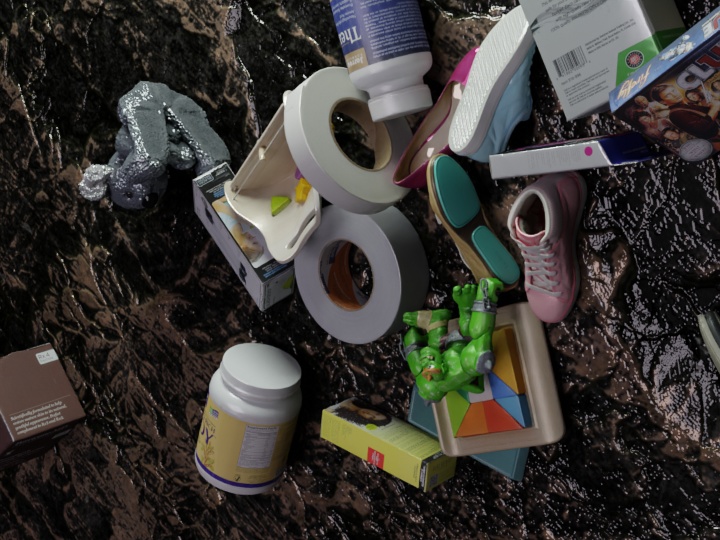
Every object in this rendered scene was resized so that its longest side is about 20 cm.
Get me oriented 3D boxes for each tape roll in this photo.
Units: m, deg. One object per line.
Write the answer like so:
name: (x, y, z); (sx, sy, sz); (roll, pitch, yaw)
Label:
tape roll: (0.000, 0.000, 1.745); (0.200, 0.066, 0.201); (14, 111, 40)
tape roll: (-0.010, -0.171, 1.613); (0.037, 0.203, 0.203); (-29, 82, 43)

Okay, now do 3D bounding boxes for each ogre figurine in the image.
ogre figurine: (0.121, 0.097, 1.602); (0.200, 0.098, 0.120); (-23, 58, 31)

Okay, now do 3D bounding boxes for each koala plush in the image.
koala plush: (-0.336, -0.172, 1.939); (0.200, 0.177, 0.184); (-49, 58, 39)

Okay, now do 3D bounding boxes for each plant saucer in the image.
plant saucer: (0.145, 0.222, 1.712); (0.200, 0.019, 0.070); (26, 118, 35)

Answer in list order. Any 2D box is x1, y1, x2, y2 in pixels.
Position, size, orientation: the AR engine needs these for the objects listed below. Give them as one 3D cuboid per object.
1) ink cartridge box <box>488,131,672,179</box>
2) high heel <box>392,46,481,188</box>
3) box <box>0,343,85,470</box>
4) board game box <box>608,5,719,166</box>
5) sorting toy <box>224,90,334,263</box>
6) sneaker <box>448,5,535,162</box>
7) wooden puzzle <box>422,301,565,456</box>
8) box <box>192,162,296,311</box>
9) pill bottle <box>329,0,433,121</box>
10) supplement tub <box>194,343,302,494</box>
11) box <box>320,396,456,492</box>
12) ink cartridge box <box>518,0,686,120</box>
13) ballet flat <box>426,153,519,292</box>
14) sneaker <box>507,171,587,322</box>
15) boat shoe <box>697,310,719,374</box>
ink cartridge box: (0.259, -0.136, 1.452); (0.200, 0.095, 0.037); (0, 101, 42)
high heel: (0.104, -0.193, 1.575); (0.067, 0.096, 0.200); (45, 128, 24)
box: (-0.664, 0.268, 2.350); (0.200, 0.166, 0.164); (-39, 75, 42)
board game box: (0.382, -0.202, 1.304); (0.200, 0.135, 0.035); (-39, 35, 42)
sorting toy: (-0.095, -0.111, 1.723); (0.200, 0.107, 0.180); (-51, 38, 39)
sneaker: (0.181, -0.227, 1.525); (0.074, 0.082, 0.200); (41, 108, 53)
wooden puzzle: (0.167, 0.149, 1.642); (0.200, 0.037, 0.185); (-17, 82, 43)
box: (-0.176, -0.049, 1.860); (0.200, 0.060, 0.117); (55, 163, 17)
pill bottle: (0.030, -0.300, 1.600); (0.111, 0.111, 0.200); (-13, 93, 43)
supplement tub: (-0.171, 0.229, 1.911); (0.145, 0.145, 0.200); (33, 122, 31)
box: (0.039, 0.247, 1.776); (0.200, 0.075, 0.050); (23, 117, 35)
ink cartridge box: (0.273, -0.292, 1.403); (0.146, 0.083, 0.200); (-24, 87, 44)
ballet flat: (0.132, -0.055, 1.593); (0.200, 0.069, 0.063); (60, 148, -6)
sneaker: (0.220, -0.022, 1.516); (0.075, 0.105, 0.201); (19, 115, 35)
boat shoe: (0.450, 0.126, 1.390); (0.068, 0.072, 0.200); (-33, 69, 6)
